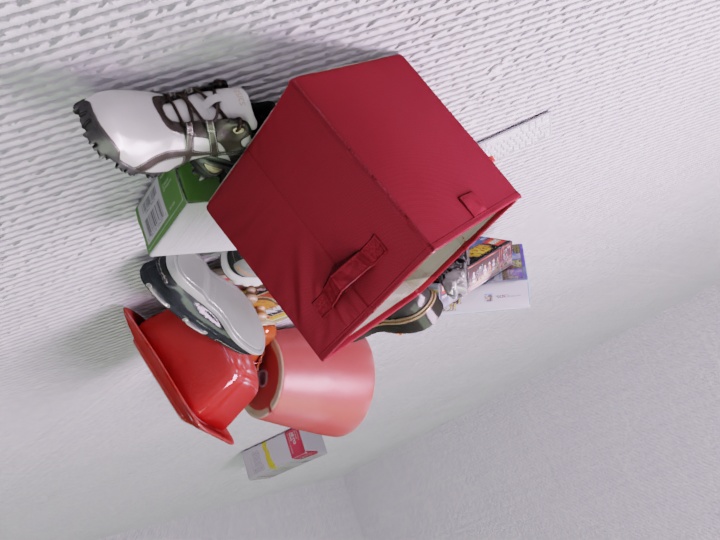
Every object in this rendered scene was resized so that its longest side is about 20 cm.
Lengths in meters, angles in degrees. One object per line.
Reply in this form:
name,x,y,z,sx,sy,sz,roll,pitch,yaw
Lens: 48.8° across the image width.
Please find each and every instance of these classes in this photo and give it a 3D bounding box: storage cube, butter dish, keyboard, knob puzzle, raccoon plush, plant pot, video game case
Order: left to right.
butter dish,-0.201,0.117,1.085,0.147,0.201,0.200,-35,162,-6
knob puzzle,-0.137,0.038,1.074,0.216,0.031,0.220,-2,160,-1
plant pot,-0.101,0.184,1.363,0.176,0.203,0.200,9,146,-40
storage cube,0.002,-0.062,0.715,0.199,0.180,0.171,-29,166,-50
raccoon plush,0.064,-0.035,0.984,0.132,0.098,0.200,-6,-160,11
video game case,0.154,0.015,1.168,0.179,0.046,0.200,-7,-166,12
keyboard,0.148,-0.145,1.002,0.198,0.011,0.056,-24,161,5

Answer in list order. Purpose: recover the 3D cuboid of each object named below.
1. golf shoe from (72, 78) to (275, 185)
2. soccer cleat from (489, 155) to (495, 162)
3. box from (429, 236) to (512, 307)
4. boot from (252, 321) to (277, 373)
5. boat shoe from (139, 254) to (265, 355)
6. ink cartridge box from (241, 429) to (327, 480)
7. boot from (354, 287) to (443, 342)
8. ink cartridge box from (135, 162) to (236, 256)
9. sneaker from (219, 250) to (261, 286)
golf shoe,-0.142,-0.127,0.654,0.094,0.078,0.199,-34,168,25
soccer cleat,0.088,-0.115,0.943,0.198,0.070,0.077,5,154,-39
box,0.102,-0.006,1.084,0.136,0.040,0.199,11,-156,36
boot,-0.184,0.148,1.284,0.074,0.108,0.200,-2,152,-39
boat shoe,-0.191,0.044,0.985,0.060,0.076,0.201,-20,129,20
ink cartridge box,-0.217,0.520,2.267,0.198,0.084,0.145,-27,160,15
boot,-0.011,0.012,0.969,0.198,0.078,0.139,-14,124,37
ink cartridge box,-0.122,-0.070,0.836,0.198,0.060,0.104,-5,155,-40
sneaker,-0.068,-0.025,0.972,0.198,0.075,0.079,-12,173,-25
